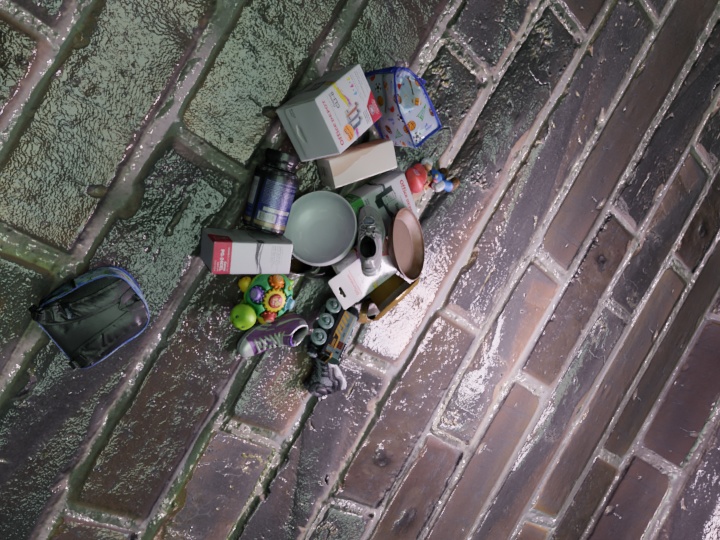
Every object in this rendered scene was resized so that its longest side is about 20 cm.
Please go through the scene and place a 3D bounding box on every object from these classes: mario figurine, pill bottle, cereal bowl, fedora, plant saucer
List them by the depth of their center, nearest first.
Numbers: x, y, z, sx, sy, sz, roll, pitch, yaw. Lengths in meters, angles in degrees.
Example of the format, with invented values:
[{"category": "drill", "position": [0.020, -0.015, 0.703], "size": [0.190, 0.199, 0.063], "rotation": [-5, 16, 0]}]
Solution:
[{"category": "pill bottle", "position": [-0.221, -0.199, 1.344], "size": [0.111, 0.112, 0.202], "rotation": [13, 98, -31]}, {"category": "cereal bowl", "position": [-0.103, -0.105, 1.419], "size": [0.197, 0.083, 0.203], "rotation": [-2, 77, 7]}, {"category": "plant saucer", "position": [0.123, -0.071, 1.476], "size": [0.200, 0.036, 0.203], "rotation": [15, 73, -57]}, {"category": "fedora", "position": [0.084, 0.061, 1.534], "size": [0.200, 0.201, 0.082], "rotation": [-41, 86, -12]}, {"category": "mario figurine", "position": [0.210, -0.277, 1.536], "size": [0.199, 0.123, 0.108], "rotation": [-8, 100, -47]}]

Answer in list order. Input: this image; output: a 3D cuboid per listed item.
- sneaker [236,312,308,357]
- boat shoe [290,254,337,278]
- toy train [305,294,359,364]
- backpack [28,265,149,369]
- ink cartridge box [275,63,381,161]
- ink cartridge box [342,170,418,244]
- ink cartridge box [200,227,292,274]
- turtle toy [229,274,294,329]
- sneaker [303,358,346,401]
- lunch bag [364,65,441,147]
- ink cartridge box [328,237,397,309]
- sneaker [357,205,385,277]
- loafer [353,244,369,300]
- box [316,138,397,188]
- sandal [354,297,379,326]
[{"category": "sneaker", "position": [-0.235, 0.184, 1.446], "size": [0.199, 0.114, 0.073], "rotation": [-30, 118, -17]}, {"category": "boat shoe", "position": [-0.138, -0.009, 1.471], "size": [0.198, 0.067, 0.073], "rotation": [12, 99, -33]}, {"category": "toy train", "position": [-0.077, 0.168, 1.505], "size": [0.113, 0.085, 0.201], "rotation": [31, 59, -8]}, {"category": "backpack", "position": [-0.592, 0.089, 1.202], "size": [0.199, 0.147, 0.184], "rotation": [-32, 116, -13]}, {"category": "ink cartridge box", "position": [-0.076, -0.387, 1.314], "size": [0.200, 0.144, 0.146], "rotation": [-50, 125, -35]}, {"category": "ink cartridge box", "position": [0.051, -0.175, 1.516], "size": [0.199, 0.083, 0.148], "rotation": [-33, 118, -17]}, {"category": "ink cartridge box", "position": [-0.285, -0.048, 1.331], "size": [0.198, 0.145, 0.084], "rotation": [1, 106, -28]}, {"category": "turtle toy", "position": [-0.258, 0.081, 1.410], "size": [0.199, 0.101, 0.147], "rotation": [-34, 117, -17]}, {"category": "sneaker", "position": [-0.125, 0.296, 1.559], "size": [0.113, 0.075, 0.201], "rotation": [-33, 116, -14]}, {"category": "lunch bag", "position": [0.102, -0.444, 1.417], "size": [0.124, 0.170, 0.201], "rotation": [-42, 119, -15]}, {"category": "ink cartridge box", "position": [0.000, 0.000, 1.463], "size": [0.199, 0.067, 0.117], "rotation": [-36, 124, -11]}, {"category": "sneaker", "position": [0.028, -0.089, 1.382], "size": [0.074, 0.202, 0.082], "rotation": [-7, 152, 5]}, {"category": "loafer", "position": [-0.020, -0.004, 1.527], "size": [0.202, 0.067, 0.071], "rotation": [62, 34, -29]}, {"category": "box", "position": [-0.009, -0.293, 1.445], "size": [0.198, 0.095, 0.079], "rotation": [-23, 114, -23]}, {"category": "sandal", "position": [0.023, 0.128, 1.604], "size": [0.198, 0.054, 0.083], "rotation": [-17, 112, -24]}]
